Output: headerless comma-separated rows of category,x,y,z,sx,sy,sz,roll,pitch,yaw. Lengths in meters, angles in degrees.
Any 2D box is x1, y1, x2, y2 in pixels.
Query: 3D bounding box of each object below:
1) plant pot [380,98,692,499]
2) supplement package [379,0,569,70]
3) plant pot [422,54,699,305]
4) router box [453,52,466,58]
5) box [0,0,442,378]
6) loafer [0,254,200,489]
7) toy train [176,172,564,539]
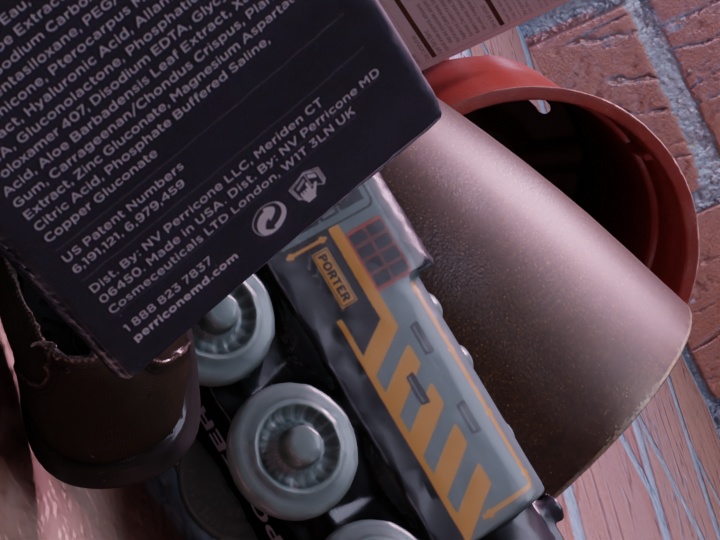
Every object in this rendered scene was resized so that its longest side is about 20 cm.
plant pot,0.000,0.000,0.857,0.200,0.187,0.187,49,14,-9
supplement package,0.007,-0.186,1.152,0.120,0.199,0.122,49,20,-55
plant pot,0.082,-0.037,1.275,0.201,0.200,0.195,62,3,-20
router box,0.081,-0.121,1.771,0.180,0.049,0.200,61,11,-21
box,-0.104,-0.111,0.546,0.197,0.117,0.200,49,-3,42
loafer,-0.087,-0.034,0.665,0.071,0.073,0.201,92,-17,-59
toy train,-0.007,0.051,0.733,0.200,0.114,0.085,58,-26,3
